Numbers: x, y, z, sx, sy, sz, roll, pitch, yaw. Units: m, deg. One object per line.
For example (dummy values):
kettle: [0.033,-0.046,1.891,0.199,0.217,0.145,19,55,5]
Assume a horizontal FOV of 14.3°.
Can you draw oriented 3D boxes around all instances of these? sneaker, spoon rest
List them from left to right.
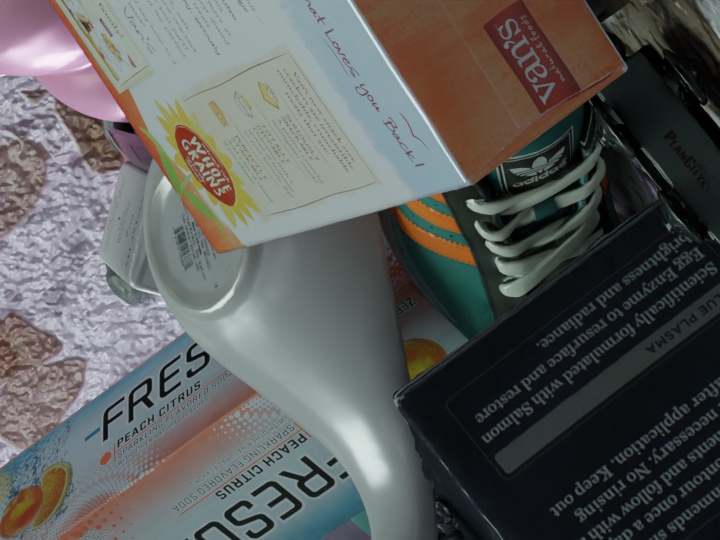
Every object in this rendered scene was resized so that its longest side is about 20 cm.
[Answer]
spoon rest: [-0.019,0.031,0.905,0.099,0.061,0.200,-27,71,45]
sneaker: [0.041,-0.035,0.866,0.200,0.071,0.080,63,172,-33]

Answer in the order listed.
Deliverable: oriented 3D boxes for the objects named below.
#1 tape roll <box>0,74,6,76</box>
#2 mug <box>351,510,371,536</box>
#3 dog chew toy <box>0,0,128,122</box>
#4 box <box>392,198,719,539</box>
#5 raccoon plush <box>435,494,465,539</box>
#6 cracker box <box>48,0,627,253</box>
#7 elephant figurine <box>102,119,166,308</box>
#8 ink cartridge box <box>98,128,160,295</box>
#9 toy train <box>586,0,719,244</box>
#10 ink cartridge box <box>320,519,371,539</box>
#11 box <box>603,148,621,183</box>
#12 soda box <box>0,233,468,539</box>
tape roll: [-0.171,-0.177,1.134,0.202,0.202,0.071,56,175,-35]
mug: [0.006,0.067,1.254,0.185,0.114,0.152,61,179,-8]
dog chew toy: [-0.093,-0.113,1.095,0.200,0.125,0.125,33,-170,-43]
box: [0.128,0.111,0.884,0.200,0.117,0.197,51,175,27]
raccoon plush: [0.083,0.074,1.100,0.200,0.134,0.097,61,-175,17]
cracker box: [-0.024,-0.081,0.765,0.134,0.058,0.200,57,161,-8]
elephant figurine: [-0.073,-0.090,1.307,0.155,0.141,0.200,-13,89,51]
ink cartridge box: [0.000,0.000,1.099,0.200,0.045,0.176,15,-176,-13]
toy train: [0.041,-0.089,0.757,0.200,0.034,0.046,53,-174,1]
ink cartridge box: [0.015,0.206,0.989,0.200,0.145,0.147,35,163,54]
box: [0.005,-0.104,0.991,0.144,0.036,0.200,55,174,-27]
soda box: [-0.038,0.057,0.993,0.068,0.200,0.064,42,-155,-30]
